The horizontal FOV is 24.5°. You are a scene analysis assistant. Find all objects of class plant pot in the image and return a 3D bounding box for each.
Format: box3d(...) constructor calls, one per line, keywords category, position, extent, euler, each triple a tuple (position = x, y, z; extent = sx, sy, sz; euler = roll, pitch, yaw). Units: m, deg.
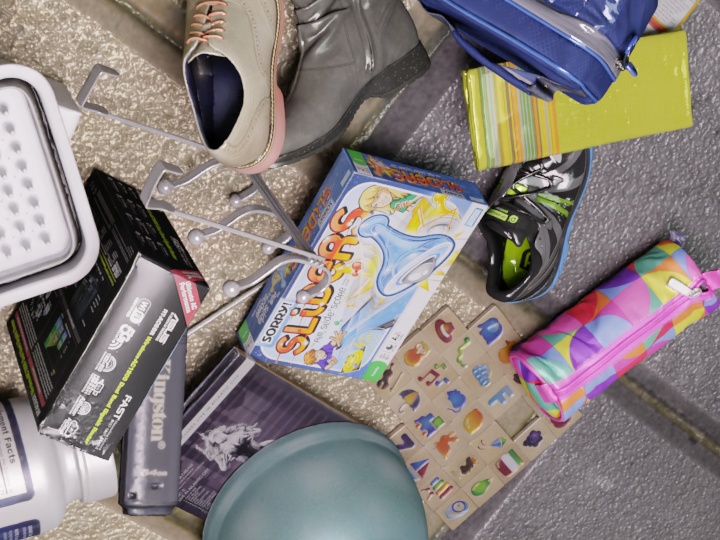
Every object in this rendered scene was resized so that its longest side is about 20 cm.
box3d(category="plant pot", position=(-0.020, 0.252, 1.443), extent=(0.199, 0.134, 0.201), euler=(-16, 129, -21))

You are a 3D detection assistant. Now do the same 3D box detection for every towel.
box3d(category="towel", position=(0.180, -0.142, 1.371), extent=(0.199, 0.018, 0.086), euler=(-12, 109, -15))

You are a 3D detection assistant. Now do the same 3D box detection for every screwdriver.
box3d(category="screwdriver", position=(-0.085, 0.009, 1.393), extent=(0.199, 0.028, 0.029), euler=(-28, 104, -2))

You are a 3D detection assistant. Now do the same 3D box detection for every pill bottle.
box3d(category="pill bottle", position=(-0.300, 0.164, 1.317), extent=(0.199, 0.111, 0.111), euler=(-13, 118, -17))

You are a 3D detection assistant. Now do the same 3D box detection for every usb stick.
box3d(category="usb stick", position=(-0.167, 0.098, 1.347), extent=(0.055, 0.033, 0.201), euler=(5, 88, -40))

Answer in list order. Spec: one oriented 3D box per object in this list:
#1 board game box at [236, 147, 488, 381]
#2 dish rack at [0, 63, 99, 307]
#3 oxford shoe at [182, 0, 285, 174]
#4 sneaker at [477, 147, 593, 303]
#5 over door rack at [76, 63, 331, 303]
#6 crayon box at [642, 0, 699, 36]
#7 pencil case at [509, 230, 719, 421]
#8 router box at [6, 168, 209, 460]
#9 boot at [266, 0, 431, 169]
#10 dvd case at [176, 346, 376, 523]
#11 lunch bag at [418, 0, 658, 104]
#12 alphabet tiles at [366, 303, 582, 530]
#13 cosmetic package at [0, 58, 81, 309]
box3d(category="board game box", position=(0.000, 0.000, 1.381), extent=(0.135, 0.035, 0.200), euler=(12, 123, -31))
box3d(category="dish rack", position=(-0.297, -0.049, 1.164), extent=(0.199, 0.044, 0.172), euler=(-18, 115, -10))
box3d(category="oxford shoe", position=(-0.098, -0.174, 1.224), extent=(0.070, 0.074, 0.201), euler=(-13, 82, 19))
box3d(category="sneaker", position=(0.146, -0.060, 1.417), extent=(0.083, 0.071, 0.200), euler=(-25, 129, -50))
box3d(category="over door rack", position=(-0.124, -0.055, 1.248), extent=(0.067, 0.148, 0.200), euler=(-47, 137, 10))
box3d(category="crayon box", position=(0.230, -0.258, 1.385), extent=(0.126, 0.052, 0.200), euler=(34, 98, -31))
box3d(category="pencil case", position=(0.232, 0.052, 1.507), extent=(0.200, 0.088, 0.089), euler=(-36, 122, -6))
box3d(category="router box", position=(-0.194, 0.029, 1.245), extent=(0.062, 0.200, 0.150), euler=(27, 101, -26))
box3d(category="boot", position=(-0.039, -0.175, 1.290), extent=(0.200, 0.068, 0.131), euler=(-39, 121, -27))
box3d(category="dvd case", position=(-0.090, 0.160, 1.437), extent=(0.149, 0.016, 0.200), euler=(-48, 133, 9))
box3d(category="lunch bag", position=(0.134, -0.210, 1.273), extent=(0.133, 0.200, 0.136), euler=(-57, 163, 5))
box3d(category="alphabet tiles", position=(0.094, 0.128, 1.531), extent=(0.167, 0.008, 0.200), euler=(-41, 122, -1))
box3d(category="cosmetic package", position=(-0.296, -0.057, 1.233), extent=(0.107, 0.085, 0.201), euler=(18, 106, -25))
